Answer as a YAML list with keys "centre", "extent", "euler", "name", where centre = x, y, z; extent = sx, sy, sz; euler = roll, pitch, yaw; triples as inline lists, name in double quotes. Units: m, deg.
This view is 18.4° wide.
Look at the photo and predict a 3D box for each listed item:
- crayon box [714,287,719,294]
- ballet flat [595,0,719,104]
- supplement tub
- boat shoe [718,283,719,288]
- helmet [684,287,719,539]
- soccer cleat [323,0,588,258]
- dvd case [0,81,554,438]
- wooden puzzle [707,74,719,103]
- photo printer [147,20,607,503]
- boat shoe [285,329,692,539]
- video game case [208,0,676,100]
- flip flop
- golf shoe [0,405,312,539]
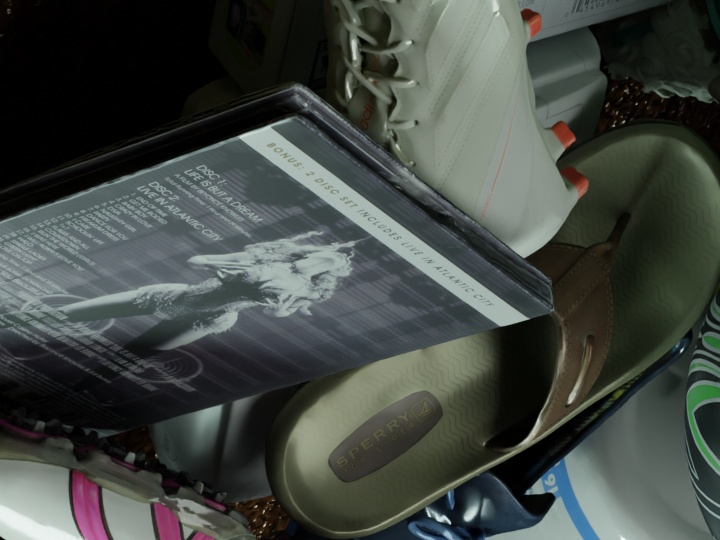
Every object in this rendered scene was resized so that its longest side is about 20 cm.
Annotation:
- centre: [0.196, 0.060, 1.009]
  extent: [0.051, 0.200, 0.127]
  euler: [-15, 141, -38]
  name: "crayon box"
- centre: [0.166, -0.091, 0.936]
  extent: [0.200, 0.072, 0.072]
  euler: [10, 123, -50]
  name: "ballet flat"
- centre: [0.111, 0.101, 0.972]
  extent: [0.132, 0.132, 0.200]
  euler: [-21, 168, -30]
  name: "supplement tub"
- centre: [0.200, -0.063, 0.870]
  extent: [0.074, 0.068, 0.200]
  euler: [13, 99, -49]
  name: "boat shoe"
- centre: [0.208, 0.053, 0.787]
  extent: [0.200, 0.190, 0.200]
  euler: [-34, 134, -43]
  name: "helmet"
- centre: [0.016, -0.059, 0.689]
  extent: [0.078, 0.069, 0.200]
  euler: [-37, 141, -9]
  name: "soccer cleat"
- centre: [-0.060, 0.005, 0.718]
  extent: [0.200, 0.016, 0.149]
  euler: [-17, 148, 30]
  name: "dvd case"
- centre: [0.210, -0.120, 0.757]
  extent: [0.037, 0.185, 0.200]
  euler: [31, 99, -24]
  name: "wooden puzzle"
- centre: [0.000, 0.000, 0.848]
  extent: [0.166, 0.069, 0.200]
  euler: [-22, 144, -29]
  name: "photo printer"
- centre: [0.043, 0.072, 0.850]
  extent: [0.200, 0.069, 0.084]
  euler: [-52, 148, 18]
  name: "boat shoe"
- centre: [0.055, -0.155, 0.737]
  extent: [0.200, 0.045, 0.182]
  euler: [-19, 143, -32]
  name: "video game case"
- centre: [0.052, 0.026, 0.786]
  extent: [0.200, 0.081, 0.058]
  euler: [-36, -174, 1]
  name: "flip flop"
- centre: [-0.069, 0.117, 0.781]
  extent: [0.200, 0.073, 0.092]
  euler: [31, 82, -18]
  name: "golf shoe"
